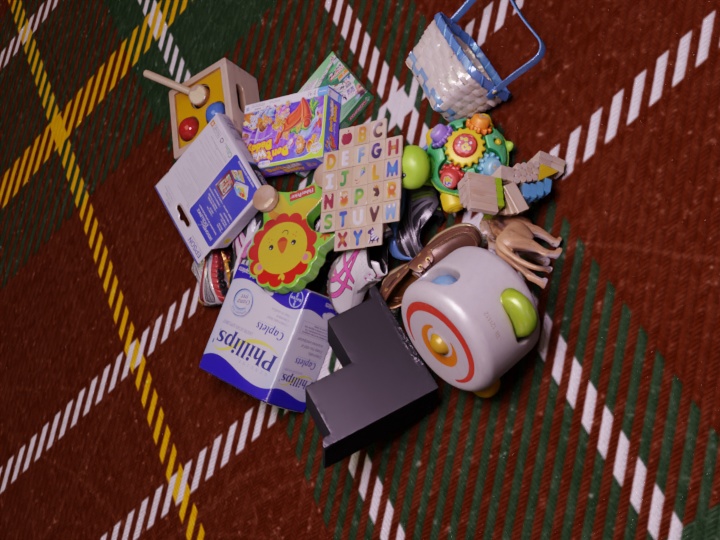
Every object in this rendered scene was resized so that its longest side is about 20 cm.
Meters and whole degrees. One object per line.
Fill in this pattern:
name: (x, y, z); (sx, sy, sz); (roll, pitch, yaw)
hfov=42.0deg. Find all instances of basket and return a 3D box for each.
basket: (0.183, -0.351, 1.507); (0.200, 0.138, 0.178); (-40, 57, 28)

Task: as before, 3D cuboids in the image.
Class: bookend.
bookend: (-0.014, 0.162, 1.446); (0.198, 0.093, 0.200); (-26, 64, -16)

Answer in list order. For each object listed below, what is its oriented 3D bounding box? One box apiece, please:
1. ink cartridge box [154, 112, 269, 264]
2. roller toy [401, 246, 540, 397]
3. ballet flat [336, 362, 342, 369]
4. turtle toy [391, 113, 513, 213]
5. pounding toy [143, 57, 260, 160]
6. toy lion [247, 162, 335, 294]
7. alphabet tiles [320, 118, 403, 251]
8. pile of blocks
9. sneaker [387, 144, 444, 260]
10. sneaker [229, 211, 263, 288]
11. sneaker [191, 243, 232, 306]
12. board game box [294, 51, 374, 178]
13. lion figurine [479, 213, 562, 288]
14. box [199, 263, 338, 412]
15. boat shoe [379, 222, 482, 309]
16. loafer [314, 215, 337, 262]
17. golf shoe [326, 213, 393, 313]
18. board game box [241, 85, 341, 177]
ink cartridge box: (-0.272, -0.149, 1.733); (0.200, 0.047, 0.199); (-45, 64, 25)
roller toy: (0.153, 0.075, 1.354); (0.139, 0.201, 0.182); (-35, 65, -25)
ballet flat: (-0.015, 0.185, 1.529); (0.071, 0.072, 0.203); (17, 85, 37)
turtle toy: (0.144, -0.173, 1.471); (0.197, 0.101, 0.148); (-15, 73, 6)
pounding toy: (-0.310, -0.322, 1.850); (0.182, 0.142, 0.203); (-23, 64, 27)
toy lion: (-0.102, -0.062, 1.572); (0.197, 0.069, 0.195); (-18, 63, 22)
alphabet tiles: (0.000, -0.134, 1.482); (0.165, 0.006, 0.204); (-6, 77, 41)
pile of blocks: (0.225, -0.117, 1.407); (0.083, 0.198, 0.062); (65, 152, 13)
sneaker: (0.104, -0.111, 1.547); (0.081, 0.071, 0.203); (12, 79, 14)
sneaker: (-0.207, -0.049, 1.746); (0.086, 0.080, 0.203); (-3, 66, 47)
sneaker: (-0.292, -0.028, 1.787); (0.081, 0.077, 0.203); (-23, 63, 29)
board game box: (-0.078, -0.291, 1.747); (0.200, 0.029, 0.135); (-47, 54, 15)
lion figurine: (0.229, -0.041, 1.372); (0.121, 0.200, 0.073); (28, 101, 4)
box: (-0.156, 0.116, 1.628); (0.182, 0.104, 0.203); (19, 87, 38)
boat shoe: (0.111, 0.001, 1.481); (0.199, 0.072, 0.068); (-36, 13, 26)
loafer: (-0.033, -0.102, 1.626); (0.069, 0.075, 0.203); (21, 88, 42)
golf shoe: (0.000, 0.000, 1.536); (0.092, 0.072, 0.203); (38, 129, 36)
board game box: (-0.131, -0.251, 1.725); (0.197, 0.045, 0.137); (-6, 73, 34)
